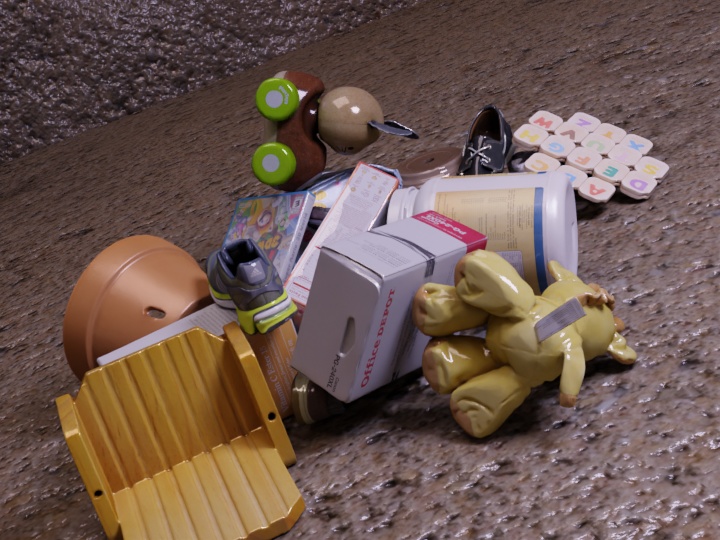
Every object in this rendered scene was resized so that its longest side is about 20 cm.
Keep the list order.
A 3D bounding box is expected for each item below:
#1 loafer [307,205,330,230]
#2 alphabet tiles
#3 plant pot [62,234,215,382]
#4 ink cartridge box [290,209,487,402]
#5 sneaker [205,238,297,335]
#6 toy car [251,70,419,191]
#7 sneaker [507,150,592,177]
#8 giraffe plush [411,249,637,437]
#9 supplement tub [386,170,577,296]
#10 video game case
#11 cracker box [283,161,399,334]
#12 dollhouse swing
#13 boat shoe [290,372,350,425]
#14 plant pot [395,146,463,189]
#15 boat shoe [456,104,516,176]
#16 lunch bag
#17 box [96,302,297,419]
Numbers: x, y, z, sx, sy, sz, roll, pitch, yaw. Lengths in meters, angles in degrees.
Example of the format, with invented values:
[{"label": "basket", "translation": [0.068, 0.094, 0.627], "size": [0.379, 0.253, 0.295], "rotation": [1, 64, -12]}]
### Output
[{"label": "loafer", "translation": [0.029, -0.067, 1.567], "size": [0.199, 0.063, 0.072], "rotation": [10, -5, -12]}, {"label": "alphabet tiles", "translation": [0.308, -0.157, 1.595], "size": [0.200, 0.015, 0.196], "rotation": [27, 41, 20]}, {"label": "plant pot", "translation": [-0.231, 0.071, 1.418], "size": [0.140, 0.200, 0.200], "rotation": [19, 40, 35]}, {"label": "ink cartridge box", "translation": [0.031, 0.032, 1.223], "size": [0.083, 0.146, 0.200], "rotation": [30, 28, 28]}, {"label": "sneaker", "translation": [-0.124, 0.000, 1.276], "size": [0.074, 0.081, 0.200], "rotation": [-25, 22, -17]}, {"label": "toy car", "translation": [-0.026, -0.178, 1.562], "size": [0.199, 0.158, 0.164], "rotation": [5, 8, 8]}, {"label": "sneaker", "translation": [0.271, -0.132, 1.620], "size": [0.114, 0.076, 0.200], "rotation": [-19, 20, 0]}, {"label": "giraffe plush", "translation": [0.174, 0.056, 1.153], "size": [0.200, 0.173, 0.162], "rotation": [-16, -4, 40]}, {"label": "supplement tub", "translation": [0.141, -0.037, 1.360], "size": [0.199, 0.145, 0.145], "rotation": [-2, 25, 17]}, {"label": "video game case", "translation": [-0.137, -0.005, 1.519], "size": [0.143, 0.018, 0.200], "rotation": [-2, 64, 45]}, {"label": "cracker box", "translation": [-0.025, -0.009, 1.397], "size": [0.058, 0.134, 0.200], "rotation": [26, 64, 10]}, {"label": "dollhouse swing", "translation": [-0.171, 0.171, 1.143], "size": [0.200, 0.182, 0.176], "rotation": [-23, 10, -10]}, {"label": "boat shoe", "translation": [-0.015, 0.103, 1.301], "size": [0.066, 0.072, 0.201], "rotation": [0, 26, 20]}, {"label": "plant pot", "translation": [0.111, -0.116, 1.702], "size": [0.200, 0.093, 0.201], "rotation": [-16, 21, 6]}, {"label": "boat shoe", "translation": [0.159, -0.146, 1.600], "size": [0.072, 0.068, 0.200], "rotation": [0, 40, 24]}, {"label": "lunch bag", "translation": [-0.043, -0.076, 1.670], "size": [0.200, 0.127, 0.170], "rotation": [-32, 11, -15]}, {"label": "box", "translation": [-0.165, 0.119, 1.302], "size": [0.200, 0.125, 0.097], "rotation": [-26, 22, -17]}]
